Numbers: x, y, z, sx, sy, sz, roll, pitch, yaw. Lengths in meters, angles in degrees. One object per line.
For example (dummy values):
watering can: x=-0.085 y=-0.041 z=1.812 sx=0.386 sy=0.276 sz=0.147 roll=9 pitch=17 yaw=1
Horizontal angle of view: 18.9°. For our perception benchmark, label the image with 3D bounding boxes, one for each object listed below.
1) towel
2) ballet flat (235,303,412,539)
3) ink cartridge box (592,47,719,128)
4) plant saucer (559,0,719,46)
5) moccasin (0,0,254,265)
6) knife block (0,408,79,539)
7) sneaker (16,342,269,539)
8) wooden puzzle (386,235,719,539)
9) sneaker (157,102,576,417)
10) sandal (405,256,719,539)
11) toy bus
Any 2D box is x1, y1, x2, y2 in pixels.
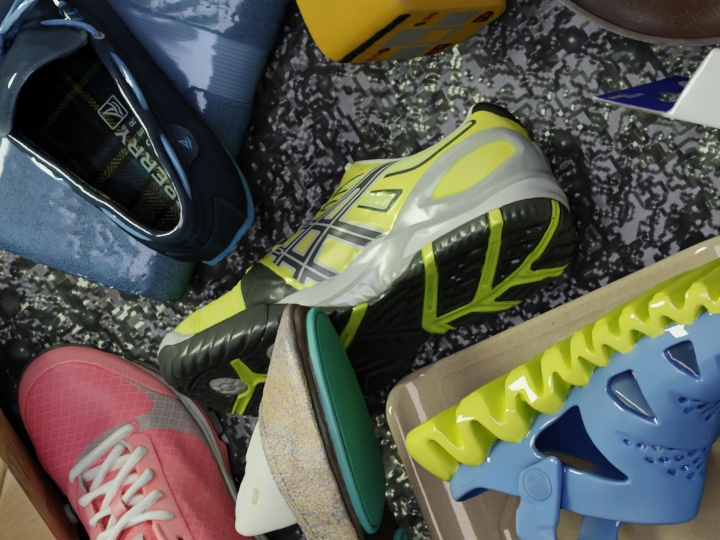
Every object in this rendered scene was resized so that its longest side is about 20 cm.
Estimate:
towel: x=-0.095 y=-0.093 z=0.964 sx=0.111 sy=0.049 sz=0.201 roll=21 pitch=96 yaw=16
ballet flat: x=-0.013 y=0.111 z=0.902 sx=0.067 sy=0.068 sz=0.201 roll=-18 pitch=106 yaw=13
ink cartridge box: x=0.199 y=-0.063 z=0.833 sx=0.199 sy=0.095 sz=0.037 roll=14 pitch=106 yaw=26
plant saucer: x=0.128 y=-0.186 z=0.820 sx=0.199 sy=0.032 sz=0.202 roll=-6 pitch=108 yaw=-18
moccasin: x=-0.124 y=-0.084 z=0.911 sx=0.200 sy=0.068 sz=0.081 roll=38 pitch=100 yaw=13
knife block: x=-0.219 y=0.132 z=0.956 sx=0.175 sy=0.064 sz=0.201 roll=-30 pitch=112 yaw=-1
sneaker: x=-0.085 y=0.110 z=0.942 sx=0.074 sy=0.087 sz=0.200 roll=-42 pitch=79 yaw=12
wooden puzzle: x=0.118 y=0.100 z=0.884 sx=0.199 sy=0.037 sz=0.186 roll=-26 pitch=83 yaw=38
sneaker: x=0.000 y=0.000 z=0.935 sx=0.199 sy=0.075 sz=0.077 roll=-25 pitch=51 yaw=19
sandal: x=0.107 y=0.057 z=0.818 sx=0.200 sy=0.079 sz=0.087 roll=-37 pitch=78 yaw=46
toy bus: x=-0.006 y=-0.192 z=0.909 sx=0.065 sy=0.078 sz=0.201 roll=-30 pitch=72 yaw=57
